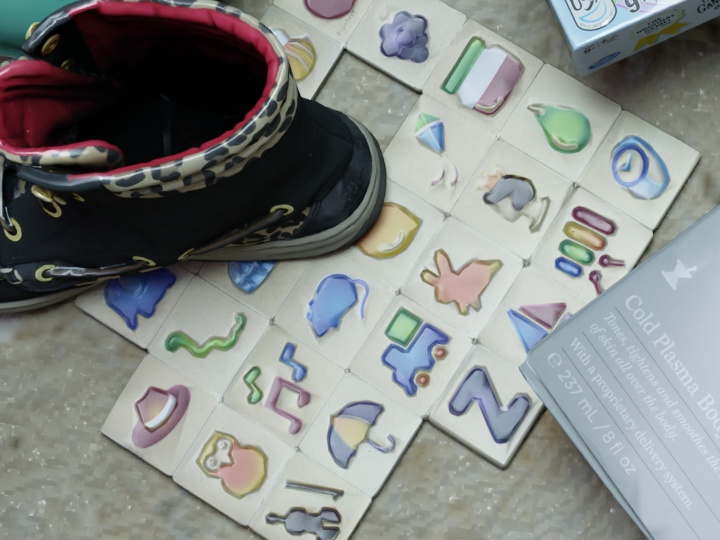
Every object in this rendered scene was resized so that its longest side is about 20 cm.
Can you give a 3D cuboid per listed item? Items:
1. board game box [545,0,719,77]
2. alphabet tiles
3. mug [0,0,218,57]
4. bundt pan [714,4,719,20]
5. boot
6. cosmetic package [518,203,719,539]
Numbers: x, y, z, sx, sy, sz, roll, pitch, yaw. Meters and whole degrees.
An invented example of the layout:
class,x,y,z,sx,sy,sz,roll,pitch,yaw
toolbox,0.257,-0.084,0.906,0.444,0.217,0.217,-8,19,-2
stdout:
class,x,y,z,sx,sy,sz,roll,pitch,yaw
board game box,0.135,-0.166,0.867,0.200,0.034,0.135,-25,75,3
alphabet tiles,0.000,0.000,0.944,0.167,0.008,0.200,32,85,13
mug,-0.109,-0.148,0.929,0.152,0.185,0.115,13,114,1
bundt pan,0.150,-0.175,0.923,0.201,0.076,0.202,-2,79,9
boot,-0.098,-0.037,0.885,0.200,0.151,0.073,-4,78,8
cosmetic package,0.167,0.012,0.864,0.200,0.090,0.107,-40,74,11
